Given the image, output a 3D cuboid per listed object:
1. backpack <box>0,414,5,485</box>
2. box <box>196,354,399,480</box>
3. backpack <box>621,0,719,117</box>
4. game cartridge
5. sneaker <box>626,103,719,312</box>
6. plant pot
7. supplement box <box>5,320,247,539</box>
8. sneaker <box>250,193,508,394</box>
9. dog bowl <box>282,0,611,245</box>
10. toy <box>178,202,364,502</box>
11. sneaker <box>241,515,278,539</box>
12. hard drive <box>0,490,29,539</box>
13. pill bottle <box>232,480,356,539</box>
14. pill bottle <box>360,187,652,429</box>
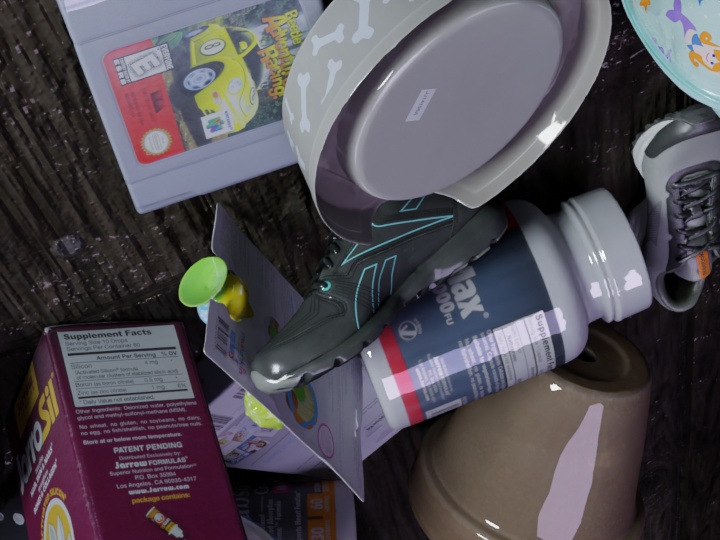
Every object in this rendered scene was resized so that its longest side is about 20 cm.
[{"bbox_3d":[-0.343,0.141,0.908,0.198,0.155,0.163,-10,155,5],"label":"backpack"},{"bbox_3d":[-0.044,0.099,1.102,0.199,0.041,0.156,15,133,-43],"label":"box"},{"bbox_3d":[0.241,-0.158,0.773,0.198,0.178,0.151,-7,140,-16],"label":"backpack"},{"bbox_3d":[-0.081,-0.113,0.773,0.132,0.041,0.200,-22,148,-8],"label":"game cartridge"},{"bbox_3d":[0.235,-0.046,1.024,0.073,0.080,0.201,-16,146,-7],"label":"sneaker"},{"bbox_3d":[0.156,0.136,1.166,0.199,0.201,0.176,-2,126,-29],"label":"plant pot"},{"bbox_3d":[-0.158,0.151,0.958,0.103,0.201,0.131,-1,143,-29],"label":"supplement box"},{"bbox_3d":[0.000,0.000,0.895,0.200,0.079,0.075,-39,-176,-25],"label":"sneaker"},{"bbox_3d":[0.044,-0.105,0.800,0.199,0.059,0.201,-29,150,-18],"label":"dog bowl"},{"bbox_3d":[-0.059,0.061,0.942,0.047,0.116,0.200,-16,139,19],"label":"toy"},{"bbox_3d":[-0.137,0.212,1.061,0.085,0.199,0.077,-49,166,-48],"label":"sneaker"},{"bbox_3d":[-0.258,0.263,1.131,0.200,0.140,0.038,-45,177,30],"label":"hard drive"},{"bbox_3d":[-0.102,0.233,1.169,0.198,0.117,0.117,-3,146,-3],"label":"pill bottle"},{"bbox_3d":[0.091,0.019,0.994,0.199,0.120,0.120,-22,148,-2],"label":"pill bottle"}]
